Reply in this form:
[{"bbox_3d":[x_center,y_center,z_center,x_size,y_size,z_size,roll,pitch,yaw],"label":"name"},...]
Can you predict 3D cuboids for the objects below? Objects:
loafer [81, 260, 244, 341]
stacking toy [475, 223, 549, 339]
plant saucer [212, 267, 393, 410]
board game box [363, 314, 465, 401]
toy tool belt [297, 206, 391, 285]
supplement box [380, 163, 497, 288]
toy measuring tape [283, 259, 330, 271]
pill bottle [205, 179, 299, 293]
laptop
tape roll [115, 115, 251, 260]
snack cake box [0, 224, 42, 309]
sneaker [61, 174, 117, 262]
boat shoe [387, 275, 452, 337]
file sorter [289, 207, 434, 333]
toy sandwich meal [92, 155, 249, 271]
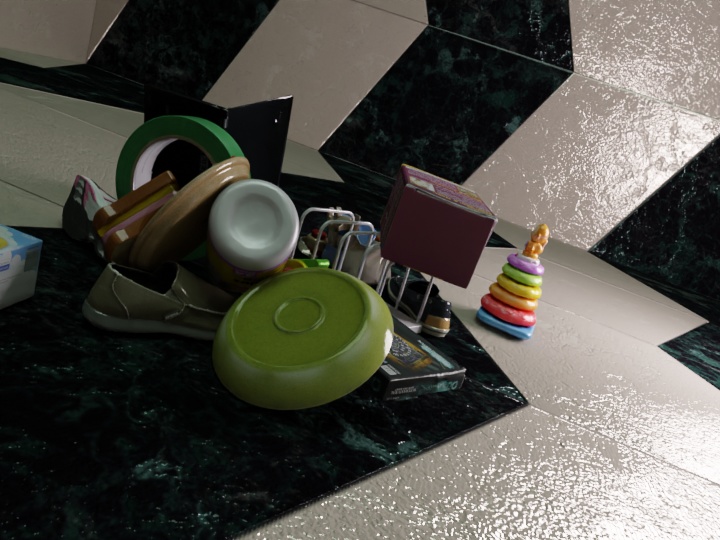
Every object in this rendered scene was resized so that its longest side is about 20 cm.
[{"bbox_3d":[-0.201,0.031,0.684,0.197,0.071,0.075,6,19,-43],"label":"loafer"},{"bbox_3d":[0.292,0.011,1.108,0.108,0.204,0.116,23,16,16],"label":"stacking toy"},{"bbox_3d":[-0.063,0.057,0.647,0.195,0.032,0.202,-6,38,4],"label":"plant saucer"},{"bbox_3d":[0.010,0.078,0.708,0.133,0.029,0.199,5,23,-45],"label":"board game box"},{"bbox_3d":[-0.015,-0.063,1.136,0.198,0.125,0.124,28,18,32],"label":"toy tool belt"},{"bbox_3d":[0.102,-0.070,0.870,0.128,0.105,0.200,21,17,-3],"label":"supplement box"},{"bbox_3d":[-0.115,0.018,0.898,0.196,0.076,0.073,1,3,35],"label":"toy measuring tape"},{"bbox_3d":[-0.141,-0.027,0.764,0.102,0.107,0.200,15,-19,-11],"label":"pill bottle"},{"bbox_3d":[-0.227,-0.198,0.973,0.196,0.190,0.117,17,38,-1],"label":"laptop"},{"bbox_3d":[-0.255,-0.118,0.885,0.197,0.204,0.048,21,16,8],"label":"tape roll"},{"bbox_3d":[-0.435,-0.024,0.595,0.196,0.069,0.115,21,16,4],"label":"snack cake box"},{"bbox_3d":[-0.343,-0.060,0.855,0.199,0.081,0.086,40,13,33],"label":"sneaker"},{"bbox_3d":[0.101,0.044,1.029,0.073,0.064,0.200,12,15,-20],"label":"boat shoe"},{"bbox_3d":[0.000,0.000,0.937,0.198,0.127,0.137,31,20,36],"label":"file sorter"},{"bbox_3d":[-0.218,-0.075,0.726,0.070,0.205,0.205,45,17,1],"label":"toy sandwich meal"}]
